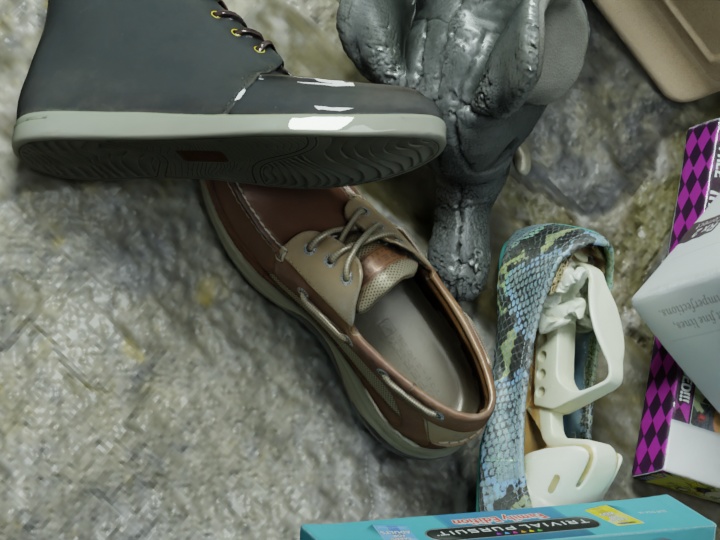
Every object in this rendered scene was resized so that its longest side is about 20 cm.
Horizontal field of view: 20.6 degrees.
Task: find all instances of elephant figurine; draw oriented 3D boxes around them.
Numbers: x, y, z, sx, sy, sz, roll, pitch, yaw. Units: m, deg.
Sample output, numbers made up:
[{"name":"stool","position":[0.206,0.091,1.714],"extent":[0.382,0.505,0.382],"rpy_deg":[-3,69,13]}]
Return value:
[{"name":"elephant figurine","position":[0.059,-0.112,0.960],"extent":[0.155,0.141,0.200],"rpy_deg":[32,64,-23]}]

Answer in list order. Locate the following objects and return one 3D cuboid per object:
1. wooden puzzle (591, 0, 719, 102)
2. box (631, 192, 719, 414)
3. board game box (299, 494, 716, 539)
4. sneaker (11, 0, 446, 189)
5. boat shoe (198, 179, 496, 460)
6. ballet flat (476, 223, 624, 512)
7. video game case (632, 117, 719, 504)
[{"name":"wooden puzzle","position":[0.187,-0.181,0.994],"extent":[0.185,0.200,0.046],"rpy_deg":[49,58,-18]},{"name":"box","position":[0.280,0.030,0.964],"extent":[0.200,0.199,0.131],"rpy_deg":[49,62,-12]},{"name":"board game box","position":[0.065,0.190,0.928],"extent":[0.199,0.047,0.151],"rpy_deg":[-2,104,-25]},{"name":"sneaker","position":[-0.058,-0.099,0.903],"extent":[0.199,0.075,0.107],"rpy_deg":[2,73,7]},{"name":"boat shoe","position":[0.000,0.000,0.948],"extent":[0.076,0.072,0.200],"rpy_deg":[-42,96,-26]},{"name":"ballet flat","position":[0.098,0.072,0.980],"extent":[0.074,0.074,0.201],"rpy_deg":[6,79,-24]},{"name":"video game case","position":[0.244,0.039,1.079],"extent":[0.181,0.036,0.201],"rpy_deg":[20,72,-23]}]
